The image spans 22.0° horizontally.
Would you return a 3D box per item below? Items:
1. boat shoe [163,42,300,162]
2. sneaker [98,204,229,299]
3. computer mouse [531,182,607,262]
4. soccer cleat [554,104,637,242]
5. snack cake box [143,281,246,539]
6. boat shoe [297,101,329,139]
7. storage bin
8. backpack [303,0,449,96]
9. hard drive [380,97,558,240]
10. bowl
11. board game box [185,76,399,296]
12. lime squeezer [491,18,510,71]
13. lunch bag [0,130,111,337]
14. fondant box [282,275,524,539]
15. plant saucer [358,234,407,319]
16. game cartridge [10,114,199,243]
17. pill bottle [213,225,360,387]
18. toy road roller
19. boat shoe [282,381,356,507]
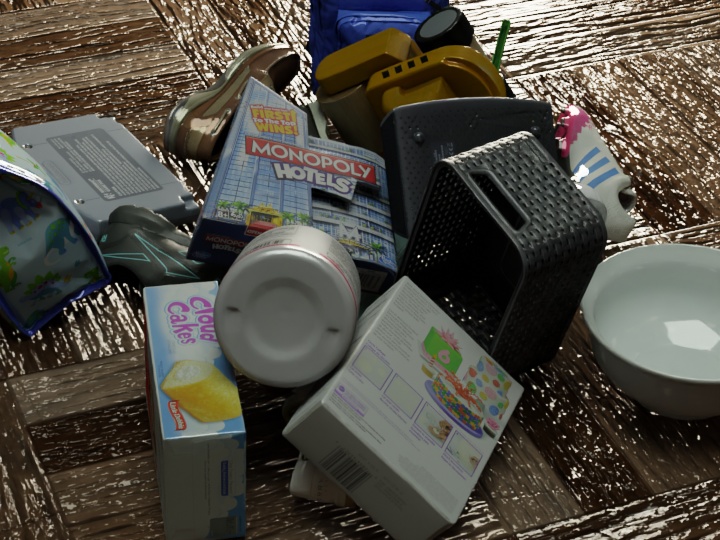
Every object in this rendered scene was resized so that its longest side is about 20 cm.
[{"bbox_3d":[-0.123,-0.172,1.963,0.072,0.076,0.200,28,52,25],"label":"boat shoe"},{"bbox_3d":[-0.157,0.007,1.725,0.200,0.075,0.079,18,61,19],"label":"sneaker"},{"bbox_3d":[0.183,-0.040,1.701,0.110,0.200,0.044,0,69,-4],"label":"computer mouse"},{"bbox_3d":[0.236,-0.094,1.887,0.086,0.070,0.200,16,37,-9],"label":"soccer cleat"},{"bbox_3d":[-0.138,0.114,1.522,0.067,0.115,0.200,-5,37,-9],"label":"snack cake box"},{"bbox_3d":[-0.053,-0.103,1.871,0.061,0.072,0.201,-11,33,-5],"label":"boat shoe"},{"bbox_3d":[0.118,-0.005,1.614,0.094,0.200,0.135,-20,58,-29],"label":"storage bin"},{"bbox_3d":[0.027,-0.280,2.007,0.162,0.200,0.168,-2,36,-8],"label":"backpack"},{"bbox_3d":[0.105,-0.094,1.753,0.200,0.135,0.042,-6,-1,-38],"label":"hard drive"},{"bbox_3d":[0.289,0.068,1.634,0.201,0.090,0.201,1,35,-1],"label":"bowl"},{"bbox_3d":[-0.060,-0.084,1.723,0.200,0.062,0.200,11,47,-17],"label":"board game box"},{"bbox_3d":[0.127,-0.166,1.976,0.038,0.071,0.200,24,69,2],"label":"lime squeezer"},{"bbox_3d":[-0.337,-0.065,1.676,0.127,0.200,0.170,-35,48,-14],"label":"lunch bag"},{"bbox_3d":[0.039,0.114,1.514,0.144,0.058,0.200,44,37,-6],"label":"fondant box"},{"bbox_3d":[0.000,0.000,1.772,0.070,0.019,0.200,17,37,19],"label":"plant saucer"},{"bbox_3d":[-0.266,-0.092,1.857,0.133,0.041,0.200,-10,36,-33],"label":"game cartridge"},{"bbox_3d":[-0.057,0.023,1.536,0.113,0.113,0.200,4,9,2],"label":"pill bottle"},{"bbox_3d":[0.049,-0.161,1.853,0.200,0.123,0.146,-19,33,28],"label":"toy road roller"},{"bbox_3d":[-0.031,0.115,1.564,0.069,0.071,0.200,4,37,-1],"label":"boat shoe"}]
